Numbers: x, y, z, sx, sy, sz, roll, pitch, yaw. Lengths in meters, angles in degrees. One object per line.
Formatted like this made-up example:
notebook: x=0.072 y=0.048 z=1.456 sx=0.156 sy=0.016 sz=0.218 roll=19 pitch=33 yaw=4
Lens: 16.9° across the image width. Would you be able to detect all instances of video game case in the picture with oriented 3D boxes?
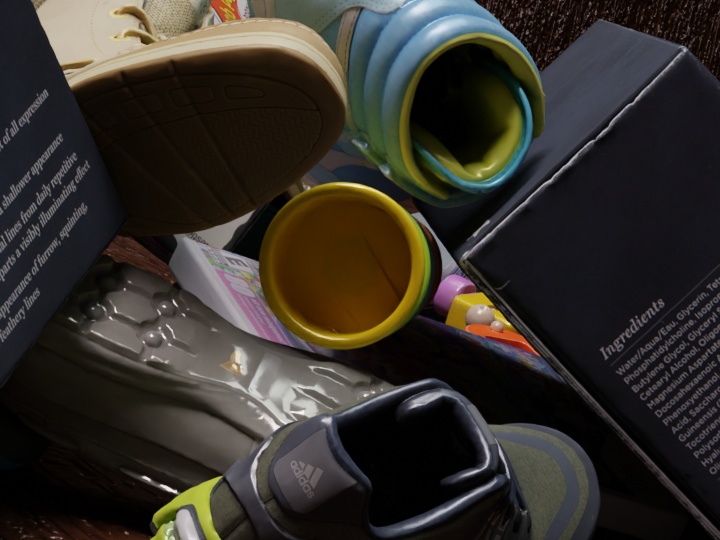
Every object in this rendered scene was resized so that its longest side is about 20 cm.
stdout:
video game case: x=0.028 y=0.050 z=1.011 sx=0.200 sy=0.018 sz=0.143 roll=19 pitch=17 yaw=-29

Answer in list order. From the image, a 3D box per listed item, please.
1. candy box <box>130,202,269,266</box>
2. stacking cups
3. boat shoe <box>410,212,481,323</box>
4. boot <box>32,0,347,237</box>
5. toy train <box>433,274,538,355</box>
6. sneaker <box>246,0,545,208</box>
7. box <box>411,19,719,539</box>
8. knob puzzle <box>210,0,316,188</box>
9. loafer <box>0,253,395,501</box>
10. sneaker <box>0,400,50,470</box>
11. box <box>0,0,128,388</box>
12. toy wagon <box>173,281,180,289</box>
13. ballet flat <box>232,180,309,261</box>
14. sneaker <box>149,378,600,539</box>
candy box: x=-0.110 y=-0.058 z=1.128 sx=0.136 sy=0.061 sz=0.200 roll=39 pitch=-4 yaw=-4
stacking cups: x=0.000 y=0.000 z=0.953 sx=0.060 sy=0.061 sz=0.200 roll=13 pitch=0 yaw=4
boat shoe: x=0.019 y=0.015 z=1.354 sx=0.091 sy=0.071 sz=0.200 roll=40 pitch=-23 yaw=-31
boot: x=-0.077 y=-0.075 z=0.909 sx=0.200 sy=0.073 sz=0.156 roll=-22 pitch=28 yaw=32
toy train: x=0.111 y=0.058 z=1.221 sx=0.200 sy=0.056 sz=0.150 roll=9 pitch=17 yaw=-31
sneaker: x=0.020 y=-0.056 z=0.958 sx=0.131 sy=0.080 sz=0.200 roll=49 pitch=-10 yaw=28
box: x=0.135 y=0.012 z=0.990 sx=0.197 sy=0.124 sz=0.200 roll=45 pitch=3 yaw=-10
knob puzzle: x=-0.072 y=-0.108 z=1.136 sx=0.220 sy=0.030 sz=0.220 roll=40 pitch=18 yaw=-16
loafer: x=-0.039 y=0.063 z=0.862 sx=0.200 sy=0.070 sz=0.070 roll=29 pitch=39 yaw=2
sneaker: x=-0.193 y=0.029 z=0.938 sx=0.200 sy=0.078 sz=0.066 roll=40 pitch=10 yaw=32
box: x=-0.181 y=-0.055 z=0.769 sx=0.107 sy=0.200 sz=0.148 roll=-9 pitch=27 yaw=26
toy wagon: x=-0.069 y=0.040 z=1.091 sx=0.155 sy=0.040 sz=0.200 roll=12 pitch=7 yaw=-5
ballet flat: x=-0.051 y=-0.054 z=1.269 sx=0.069 sy=0.200 sz=0.063 roll=13 pitch=49 yaw=32
sneaker: x=0.024 y=0.074 z=0.761 sx=0.200 sy=0.081 sz=0.074 roll=-6 pitch=59 yaw=-54
